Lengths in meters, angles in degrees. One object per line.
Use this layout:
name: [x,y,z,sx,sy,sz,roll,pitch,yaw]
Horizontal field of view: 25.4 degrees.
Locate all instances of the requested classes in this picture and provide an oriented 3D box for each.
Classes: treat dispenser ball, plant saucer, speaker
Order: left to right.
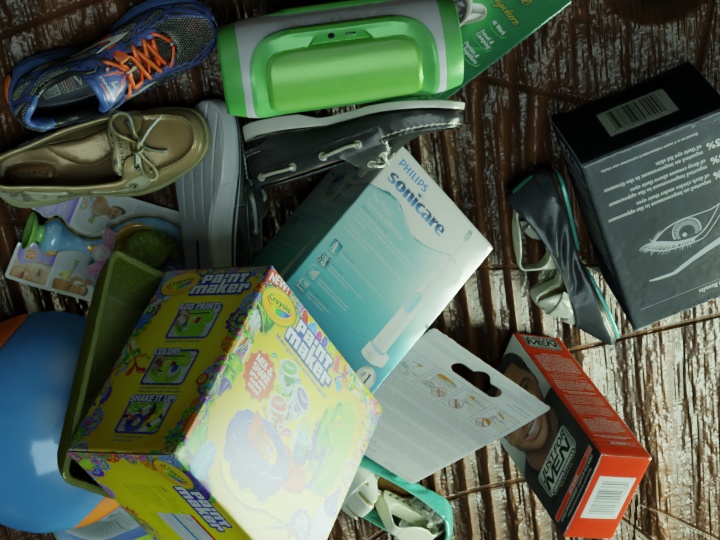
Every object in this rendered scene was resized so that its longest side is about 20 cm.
treat dispenser ball: [-0.283,0.137,1.453,0.201,0.201,0.201,-5,120,-8]
plant saucer: [-0.182,0.109,1.384,0.048,0.200,0.200,-5,157,37]
speaker: [-0.017,-0.180,1.343,0.200,0.088,0.089,-8,121,-3]

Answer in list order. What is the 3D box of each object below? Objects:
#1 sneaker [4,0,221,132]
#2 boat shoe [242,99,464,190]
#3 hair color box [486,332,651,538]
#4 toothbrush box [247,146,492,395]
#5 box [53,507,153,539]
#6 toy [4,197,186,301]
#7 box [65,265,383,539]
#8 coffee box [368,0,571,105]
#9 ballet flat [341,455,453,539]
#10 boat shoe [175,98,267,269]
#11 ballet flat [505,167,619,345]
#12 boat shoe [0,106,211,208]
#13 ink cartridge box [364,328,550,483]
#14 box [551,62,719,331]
sneaker: [-0.208,-0.167,1.365,0.200,0.078,0.075,-26,122,5]
boat shoe: [-0.005,-0.111,1.386,0.200,0.074,0.060,-8,87,11]
hair color box: [0.195,0.158,1.554,0.061,0.200,0.102,7,118,-26]
toothbrush box: [0.000,0.000,1.455,0.200,0.085,0.146,-50,119,-10]
box: [-0.248,0.250,1.616,0.122,0.048,0.200,-19,120,1]
toy: [-0.214,-0.006,1.474,0.200,0.047,0.115,18,115,-19]
box: [-0.107,0.133,1.339,0.122,0.193,0.200,-3,138,36]
coffee box: [0.072,-0.224,1.405,0.200,0.044,0.123,-38,118,13]
ballet flat: [0.019,0.233,1.643,0.200,0.070,0.067,29,111,-24]
boat shoe: [-0.122,-0.060,1.454,0.071,0.072,0.200,-14,116,-40]
ballet flat: [0.188,-0.005,1.541,0.073,0.073,0.200,-23,115,3]
boat shoe: [-0.229,-0.096,1.390,0.200,0.063,0.073,-16,87,5]
ink cartridge box: [0.060,0.121,1.558,0.162,0.050,0.200,35,130,-26]
box: [0.284,-0.067,1.501,0.148,0.104,0.200,-21,122,1]
